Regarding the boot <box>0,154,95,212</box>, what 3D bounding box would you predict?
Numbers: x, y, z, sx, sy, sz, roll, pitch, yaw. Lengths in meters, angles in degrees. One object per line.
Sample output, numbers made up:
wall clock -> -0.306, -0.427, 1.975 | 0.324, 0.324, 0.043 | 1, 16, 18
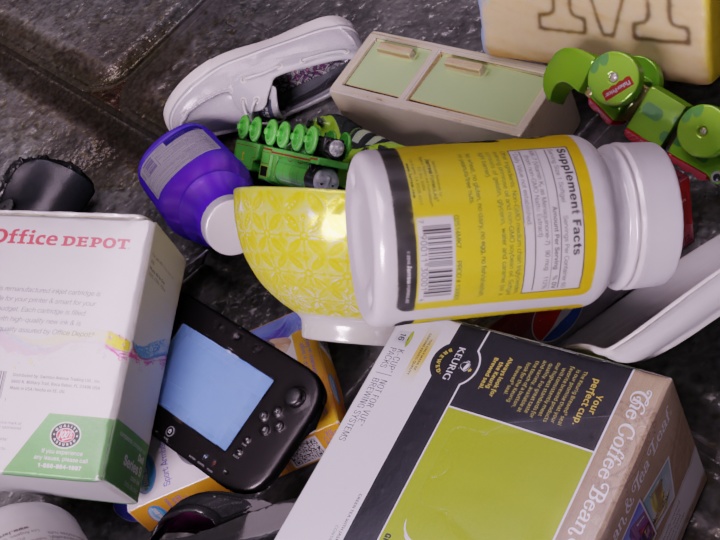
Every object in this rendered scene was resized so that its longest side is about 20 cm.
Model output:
boot -> -0.296, -0.027, 1.179 | 0.200, 0.076, 0.168 | 7, 59, 47

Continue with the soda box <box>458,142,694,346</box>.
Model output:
soda box -> 0.148, -0.005, 0.942 | 0.200, 0.070, 0.063 | -35, 46, -16

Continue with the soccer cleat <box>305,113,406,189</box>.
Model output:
soccer cleat -> 0.008, -0.085, 1.101 | 0.200, 0.081, 0.068 | 30, 100, 60

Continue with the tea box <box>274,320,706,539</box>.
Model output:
tea box -> 0.083, 0.157, 0.821 | 0.196, 0.134, 0.200 | 15, 62, 35

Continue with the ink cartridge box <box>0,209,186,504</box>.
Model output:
ink cartridge box -> -0.225, 0.062, 0.971 | 0.145, 0.088, 0.201 | 3, 70, 13

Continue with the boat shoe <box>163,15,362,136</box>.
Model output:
boat shoe -> -0.086, -0.165, 1.210 | 0.199, 0.072, 0.069 | -21, 47, -3

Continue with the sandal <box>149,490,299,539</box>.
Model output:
sandal -> -0.084, 0.180, 0.918 | 0.200, 0.075, 0.048 | -14, 58, -3

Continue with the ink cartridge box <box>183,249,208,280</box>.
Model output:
ink cartridge box -> -0.212, 0.042, 1.084 | 0.200, 0.099, 0.039 | -42, 91, -12

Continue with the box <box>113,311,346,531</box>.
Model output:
box -> -0.112, 0.118, 1.011 | 0.199, 0.042, 0.119 | -23, 48, 5

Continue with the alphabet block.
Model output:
alphabet block -> 0.219, -0.281, 1.027 | 0.199, 0.197, 0.195 | 15, 41, 34

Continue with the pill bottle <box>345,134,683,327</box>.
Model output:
pill bottle -> 0.096, -0.028, 0.839 | 0.199, 0.115, 0.115 | -5, 48, -10

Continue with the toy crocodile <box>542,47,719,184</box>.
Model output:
toy crocodile -> 0.221, -0.108, 0.944 | 0.200, 0.067, 0.062 | 36, 111, 21

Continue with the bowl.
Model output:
bowl -> 0.000, 0.000, 0.979 | 0.199, 0.200, 0.108 | 4, 89, 28

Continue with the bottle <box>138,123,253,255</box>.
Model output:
bottle -> -0.134, -0.067, 1.115 | 0.083, 0.065, 0.200 | -40, 29, -4

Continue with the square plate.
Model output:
square plate -> 0.229, 0.007, 0.862 | 0.198, 0.200, 0.029 | -33, 88, -3

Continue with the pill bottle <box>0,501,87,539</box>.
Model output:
pill bottle -> -0.210, 0.264, 0.892 | 0.114, 0.114, 0.200 | -38, 47, -6

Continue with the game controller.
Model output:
game controller -> -0.114, 0.089, 0.981 | 0.200, 0.042, 0.104 | 27, 69, 39

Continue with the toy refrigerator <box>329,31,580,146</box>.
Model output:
toy refrigerator -> 0.077, -0.142, 1.105 | 0.200, 0.070, 0.076 | 19, 65, 36

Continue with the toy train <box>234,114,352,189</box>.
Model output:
toy train -> -0.062, -0.098, 1.104 | 0.200, 0.042, 0.057 | 22, 103, 63
